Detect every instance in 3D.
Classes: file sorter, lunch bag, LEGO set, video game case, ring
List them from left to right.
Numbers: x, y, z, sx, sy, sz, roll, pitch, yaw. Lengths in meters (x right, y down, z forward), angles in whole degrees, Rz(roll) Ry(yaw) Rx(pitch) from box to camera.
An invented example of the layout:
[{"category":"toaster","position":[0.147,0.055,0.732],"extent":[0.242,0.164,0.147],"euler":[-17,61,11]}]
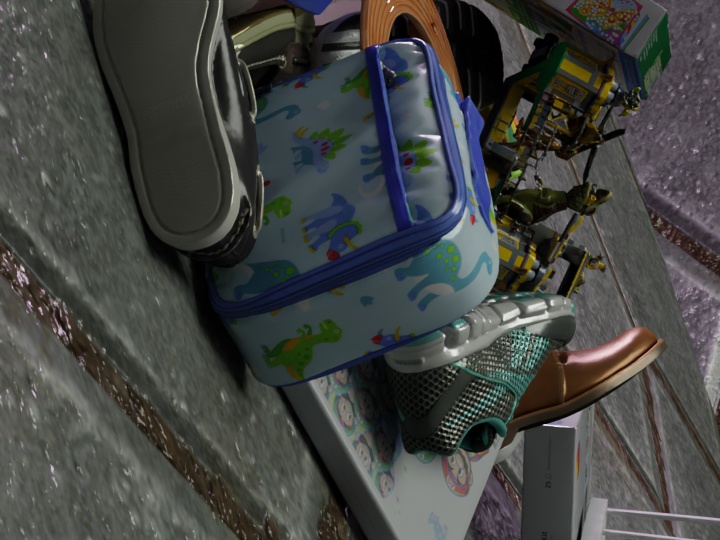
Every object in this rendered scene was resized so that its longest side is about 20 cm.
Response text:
[{"category":"lunch bag","position":[-0.007,-0.038,1.496],"extent":[0.200,0.161,0.082],"euler":[-96,162,-53]},{"category":"video game case","position":[0.019,0.072,1.625],"extent":[0.200,0.024,0.182],"euler":[62,30,-24]},{"category":"ring","position":[0.032,-0.095,1.685],"extent":[0.200,0.019,0.201],"euler":[-9,90,-72]},{"category":"LEGO set","position":[0.136,-0.048,1.811],"extent":[0.116,0.200,0.154],"euler":[27,-19,-13]},{"category":"file sorter","position":[0.211,0.263,1.913],"extent":[0.200,0.124,0.139],"euler":[-59,153,-74]}]

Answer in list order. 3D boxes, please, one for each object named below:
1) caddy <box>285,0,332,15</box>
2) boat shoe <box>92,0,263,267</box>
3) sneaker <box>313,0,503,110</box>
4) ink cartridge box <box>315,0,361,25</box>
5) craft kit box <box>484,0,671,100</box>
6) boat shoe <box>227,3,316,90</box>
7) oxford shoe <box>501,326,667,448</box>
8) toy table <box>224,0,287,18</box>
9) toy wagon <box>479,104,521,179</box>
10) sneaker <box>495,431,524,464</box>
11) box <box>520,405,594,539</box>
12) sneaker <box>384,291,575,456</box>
[{"category":"caddy","position":[-0.059,-0.244,1.620],"extent":[0.200,0.105,0.141],"euler":[34,14,-6]},{"category":"boat shoe","position":[-0.091,-0.097,1.439],"extent":[0.060,0.074,0.200],"euler":[44,29,-64]},{"category":"sneaker","position":[0.002,-0.142,1.803],"extent":[0.200,0.115,0.076],"euler":[1,87,-54]},{"category":"ink cartridge box","position":[0.014,-0.126,1.963],"extent":[0.146,0.084,0.200],"euler":[43,26,-66]},{"category":"craft kit box","position":[0.120,-0.196,1.855],"extent":[0.197,0.049,0.200],"euler":[30,0,8]},{"category":"boat shoe","position":[-0.062,-0.120,1.618],"extent":[0.201,0.072,0.066],"euler":[-41,116,-74]},{"category":"oxford shoe","position":[0.118,0.072,1.829],"extent":[0.071,0.200,0.071],"euler":[65,-23,8]},{"category":"toy table","position":[-0.050,-0.242,1.804],"extent":[0.200,0.117,0.184],"euler":[-90,155,-64]},{"category":"toy wagon","position":[0.078,-0.136,1.962],"extent":[0.200,0.040,0.155],"euler":[-25,93,-78]},{"category":"sneaker","position":[0.069,0.040,1.897],"extent":[0.200,0.076,0.105],"euler":[-91,161,-44]},{"category":"box","position":[0.145,0.169,1.987],"extent":[0.200,0.041,0.156],"euler":[-51,143,-78]},{"category":"sneaker","position":[0.070,0.063,1.640],"extent":[0.200,0.078,0.091],"euler":[-13,100,-57]}]
